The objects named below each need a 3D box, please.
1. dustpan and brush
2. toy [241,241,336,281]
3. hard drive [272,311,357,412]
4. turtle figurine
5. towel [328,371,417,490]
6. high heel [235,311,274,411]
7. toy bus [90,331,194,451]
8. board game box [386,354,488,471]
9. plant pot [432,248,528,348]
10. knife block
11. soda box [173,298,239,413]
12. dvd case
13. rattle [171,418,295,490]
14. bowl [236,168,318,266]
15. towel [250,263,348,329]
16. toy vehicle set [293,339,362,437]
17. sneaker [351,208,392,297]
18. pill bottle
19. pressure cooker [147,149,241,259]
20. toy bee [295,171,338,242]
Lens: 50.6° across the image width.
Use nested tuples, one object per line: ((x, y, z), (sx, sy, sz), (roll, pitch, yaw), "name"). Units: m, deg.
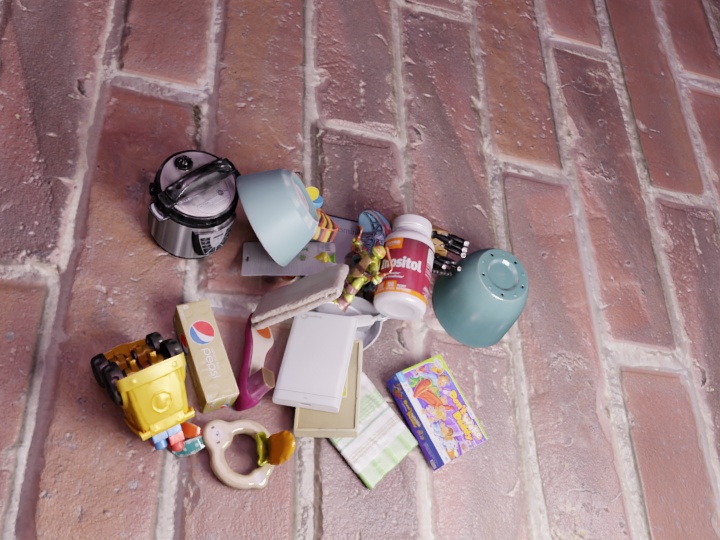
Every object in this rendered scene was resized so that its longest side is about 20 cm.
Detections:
((0.016, 0.106, 1.610), (0.196, 0.057, 0.142), (-6, 64, -25), "dustpan and brush")
((-0.149, -0.012, 1.606), (0.195, 0.048, 0.116), (-3, 37, -4), "toy")
((-0.087, 0.175, 1.500), (0.129, 0.027, 0.203), (6, 53, 9), "hard drive")
((0.000, 0.000, 1.571), (0.064, 0.162, 0.201), (35, 12, -35), "turtle figurine")
((0.004, 0.312, 1.515), (0.148, 0.031, 0.201), (-34, 81, -30), "towel")
((-0.220, 0.174, 1.492), (0.067, 0.096, 0.202), (37, 27, -34), "high heel")
((-0.373, 0.224, 1.345), (0.134, 0.199, 0.196), (-23, 108, -29), "toy bus")
((0.157, 0.288, 1.564), (0.133, 0.045, 0.202), (-17, 70, -38), "board game box")
((0.280, 0.047, 1.690), (0.196, 0.161, 0.204), (9, 60, -16), "plant pot")
((0.158, -0.075, 1.695), (0.063, 0.175, 0.204), (8, 58, -35), "knife block")
((-0.296, 0.162, 1.452), (0.067, 0.064, 0.203), (-12, 67, -27), "soda box")
((-0.053, -0.032, 1.686), (0.140, 0.018, 0.204), (11, 59, -15), "dvd case")
((-0.233, 0.307, 1.356), (0.198, 0.143, 0.132), (31, 73, -10), "rattle")
((-0.153, -0.121, 1.522), (0.104, 0.201, 0.204), (-26, 69, 9), "bowl")
((-0.118, 0.052, 1.502), (0.133, 0.197, 0.035), (-76, 143, -67), "towel")
((-0.061, 0.228, 1.492), (0.121, 0.027, 0.203), (1, 53, 4), "toy vehicle set")
((0.023, -0.043, 1.657), (0.094, 0.079, 0.204), (4, 67, -46), "sneaker")
((0.095, -0.009, 1.595), (0.111, 0.113, 0.204), (16, 64, -12), "pill bottle")
((-0.335, -0.138, 1.522), (0.175, 0.201, 0.179), (13, 56, -14), "pressure cooker")
((-0.140, -0.130, 1.653), (0.107, 0.134, 0.199), (-7, 25, -38), "toy bee")
